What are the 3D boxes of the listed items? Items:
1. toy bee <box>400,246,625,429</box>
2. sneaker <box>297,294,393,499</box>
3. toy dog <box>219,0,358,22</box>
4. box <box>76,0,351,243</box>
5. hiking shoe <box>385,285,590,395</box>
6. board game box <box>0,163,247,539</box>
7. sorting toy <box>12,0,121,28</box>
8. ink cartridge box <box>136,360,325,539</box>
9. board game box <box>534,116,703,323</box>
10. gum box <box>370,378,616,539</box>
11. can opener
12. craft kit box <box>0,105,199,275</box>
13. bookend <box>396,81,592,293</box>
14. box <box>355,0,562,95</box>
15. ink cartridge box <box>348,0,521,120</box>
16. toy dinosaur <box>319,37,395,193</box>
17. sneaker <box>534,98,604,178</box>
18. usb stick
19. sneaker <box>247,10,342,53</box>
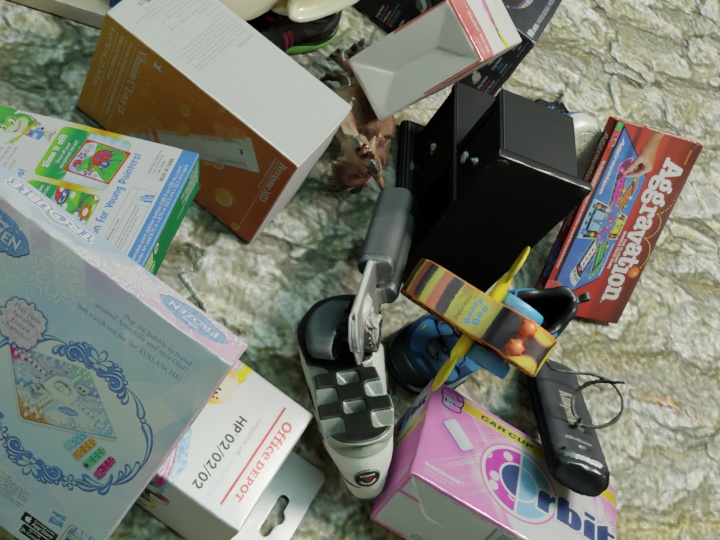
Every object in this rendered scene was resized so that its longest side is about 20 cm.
[{"bbox_3d":[0.117,0.042,0.811,0.199,0.109,0.131,11,79,17],"label":"toy bee"},{"bbox_3d":[-0.011,0.101,0.837,0.074,0.089,0.200,-6,36,0],"label":"sneaker"},{"bbox_3d":[-0.104,-0.327,0.958,0.140,0.193,0.200,42,21,-53],"label":"toy dog"},{"bbox_3d":[-0.129,-0.143,0.886,0.200,0.124,0.098,38,50,-1],"label":"box"},{"bbox_3d":[0.110,0.051,0.916,0.199,0.087,0.075,-16,69,-35],"label":"hiking shoe"},{"bbox_3d":[-0.209,0.068,0.661,0.200,0.199,0.043,37,20,-2],"label":"board game box"},{"bbox_3d":[-0.259,-0.335,0.976,0.199,0.070,0.200,14,54,-21],"label":"sorting toy"},{"bbox_3d":[-0.117,0.126,0.754,0.200,0.068,0.115,37,51,-3],"label":"ink cartridge box"},{"bbox_3d":[0.248,-0.044,0.993,0.103,0.201,0.019,10,24,-23],"label":"board game box"},{"bbox_3d":[0.117,0.191,0.823,0.200,0.066,0.114,32,34,-6],"label":"gum box"},{"bbox_3d":[0.000,0.000,0.856,0.067,0.054,0.200,1,37,12],"label":"can opener"},{"bbox_3d":[-0.245,-0.033,0.760,0.197,0.049,0.200,16,49,2],"label":"craft kit box"},{"bbox_3d":[0.116,-0.108,0.949,0.092,0.200,0.199,18,54,-18],"label":"bookend"},{"bbox_3d":[0.108,-0.307,1.135,0.200,0.106,0.122,35,49,-3],"label":"box"},{"bbox_3d":[0.083,-0.216,0.987,0.068,0.116,0.200,60,28,-6],"label":"ink cartridge box"},{"bbox_3d":[0.001,-0.143,0.992,0.136,0.086,0.200,54,34,-2],"label":"toy dinosaur"},{"bbox_3d":[0.194,-0.133,1.038,0.111,0.077,0.200,57,7,22],"label":"sneaker"},{"bbox_3d":[0.175,0.129,0.875,0.055,0.033,0.200,29,18,-6],"label":"usb stick"},{"bbox_3d":[-0.087,-0.243,1.000,0.077,0.084,0.200,44,50,5],"label":"sneaker"}]
